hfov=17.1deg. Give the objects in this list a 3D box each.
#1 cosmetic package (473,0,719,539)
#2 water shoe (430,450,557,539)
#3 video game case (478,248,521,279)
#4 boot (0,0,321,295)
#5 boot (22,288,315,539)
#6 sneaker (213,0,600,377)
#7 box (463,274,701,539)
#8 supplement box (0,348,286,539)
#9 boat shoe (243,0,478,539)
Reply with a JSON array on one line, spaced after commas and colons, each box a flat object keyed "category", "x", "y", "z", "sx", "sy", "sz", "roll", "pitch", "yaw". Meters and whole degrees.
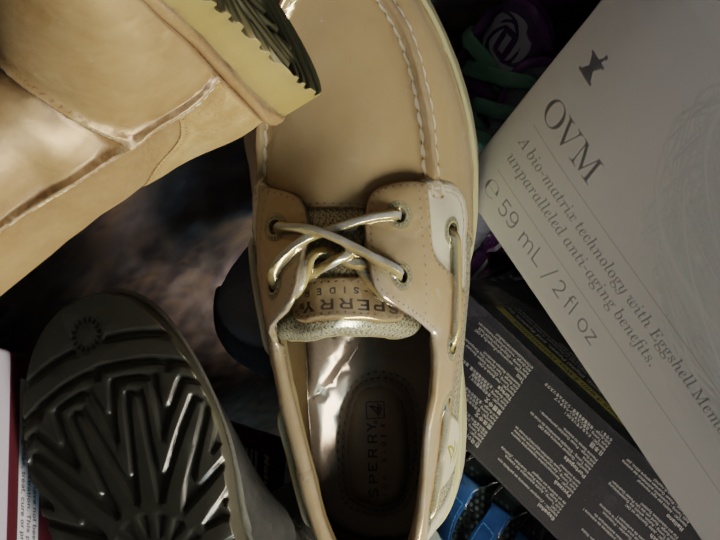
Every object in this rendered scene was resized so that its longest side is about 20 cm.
[{"category": "cosmetic package", "x": 0.167, "y": -0.021, "z": 0.699, "sx": 0.123, "sy": 0.200, "sz": 0.200, "roll": -1, "pitch": 139, "yaw": -47}, {"category": "water shoe", "x": 0.071, "y": 0.096, "z": 0.853, "sx": 0.071, "sy": 0.201, "sz": 0.079, "roll": -20, "pitch": 178, "yaw": -32}, {"category": "video game case", "x": 0.065, "y": 0.030, "z": 0.986, "sx": 0.181, "sy": 0.036, "sz": 0.200, "roll": -27, "pitch": 153, "yaw": -13}, {"category": "boot", "x": -0.125, "y": -0.033, "z": 0.639, "sx": 0.199, "sy": 0.066, "sz": 0.175, "roll": -33, "pitch": 145, "yaw": 9}, {"category": "boot", "x": -0.028, "y": 0.084, "z": 0.823, "sx": 0.072, "sy": 0.183, "sz": 0.200, "roll": -20, "pitch": 180, "yaw": 22}, {"category": "sneaker", "x": 0.028, "y": -0.047, "z": 0.797, "sx": 0.200, "sy": 0.074, "sz": 0.088, "roll": -35, "pitch": 144, "yaw": -21}, {"category": "box", "x": 0.129, "y": 0.077, "z": 0.807, "sx": 0.049, "sy": 0.200, "sz": 0.161, "roll": -56, "pitch": 156, "yaw": 20}, {"category": "supplement box", "x": -0.096, "y": 0.098, "z": 0.829, "sx": 0.061, "sy": 0.109, "sz": 0.200, "roll": -7, "pitch": 164, "yaw": 26}, {"category": "boat shoe", "x": 0.000, "y": 0.000, "z": 0.724, "sx": 0.072, "sy": 0.065, "sz": 0.201, "roll": -2, "pitch": 108, "yaw": 6}]
